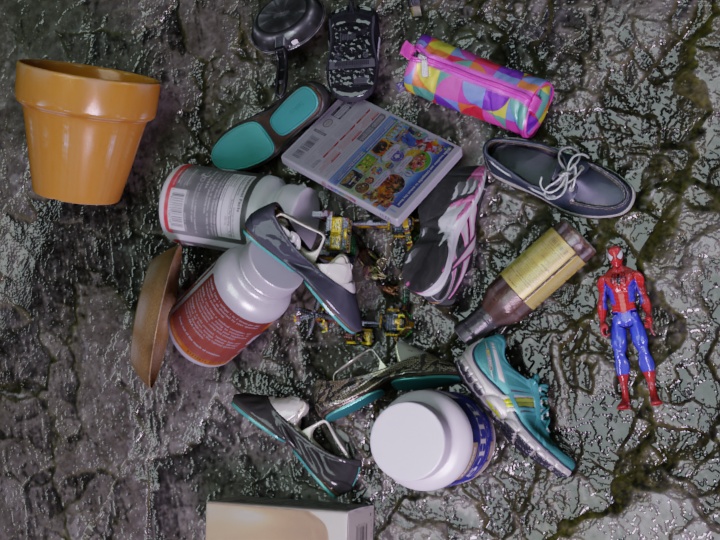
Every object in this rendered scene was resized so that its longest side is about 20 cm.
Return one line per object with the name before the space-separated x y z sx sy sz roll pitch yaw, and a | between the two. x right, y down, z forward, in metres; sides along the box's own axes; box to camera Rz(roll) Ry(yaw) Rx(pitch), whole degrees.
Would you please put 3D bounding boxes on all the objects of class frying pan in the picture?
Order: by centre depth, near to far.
frying pan | -0.120 -0.323 1.492 0.115 0.031 0.190 10 60 31

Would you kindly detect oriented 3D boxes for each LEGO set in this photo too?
LEGO set | 0.000 0.000 1.396 0.154 0.116 0.200 11 87 21

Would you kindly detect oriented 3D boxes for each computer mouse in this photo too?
computer mouse | 0.018 -0.329 1.477 0.140 0.046 0.200 -7 80 7

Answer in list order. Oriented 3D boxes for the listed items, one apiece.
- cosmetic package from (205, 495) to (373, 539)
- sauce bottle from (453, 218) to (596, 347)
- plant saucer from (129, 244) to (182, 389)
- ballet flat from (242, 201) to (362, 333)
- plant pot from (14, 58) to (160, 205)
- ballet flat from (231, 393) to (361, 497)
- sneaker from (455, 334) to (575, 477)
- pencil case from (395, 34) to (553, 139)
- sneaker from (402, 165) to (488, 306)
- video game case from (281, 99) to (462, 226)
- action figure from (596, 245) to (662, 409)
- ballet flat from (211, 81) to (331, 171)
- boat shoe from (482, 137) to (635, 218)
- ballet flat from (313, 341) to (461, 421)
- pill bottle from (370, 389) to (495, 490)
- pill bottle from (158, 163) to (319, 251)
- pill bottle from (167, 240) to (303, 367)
cosmetic package | -0.092 0.338 1.394 0.200 0.105 0.071 -1 83 21
sauce bottle | 0.203 0.020 1.348 0.200 0.065 0.065 -41 72 10
plant saucer | -0.280 0.060 1.448 0.035 0.200 0.200 11 86 -5
ballet flat | -0.056 -0.009 1.325 0.200 0.073 0.073 44 99 0
plant pot | -0.400 -0.197 1.541 0.200 0.200 0.183 15 104 21
ballet flat | -0.079 0.214 1.422 0.200 0.068 0.068 40 89 10
sneaker | 0.203 0.167 1.320 0.080 0.078 0.200 -36 84 -8
pencil case | 0.148 -0.240 1.391 0.200 0.088 0.088 24 91 19
sneaker | 0.116 -0.043 1.387 0.080 0.086 0.200 12 66 36
video game case | 0.014 -0.152 1.421 0.200 0.018 0.143 30 65 27
action figure | 0.327 0.067 1.309 0.065 0.052 0.200 -12 77 22
ballet flat | -0.117 -0.197 1.486 0.200 0.068 0.068 -27 95 26
boat shoe | 0.248 -0.123 1.352 0.200 0.062 0.075 27 90 20
ballet flat | 0.031 0.133 1.386 0.200 0.068 0.075 -18 69 6
pill bottle | 0.086 0.205 1.294 0.120 0.200 0.120 -3 83 20
pill bottle | -0.164 -0.080 1.469 0.200 0.114 0.114 10 86 20
pill bottle | -0.163 0.038 1.416 0.200 0.112 0.112 -40 69 40
